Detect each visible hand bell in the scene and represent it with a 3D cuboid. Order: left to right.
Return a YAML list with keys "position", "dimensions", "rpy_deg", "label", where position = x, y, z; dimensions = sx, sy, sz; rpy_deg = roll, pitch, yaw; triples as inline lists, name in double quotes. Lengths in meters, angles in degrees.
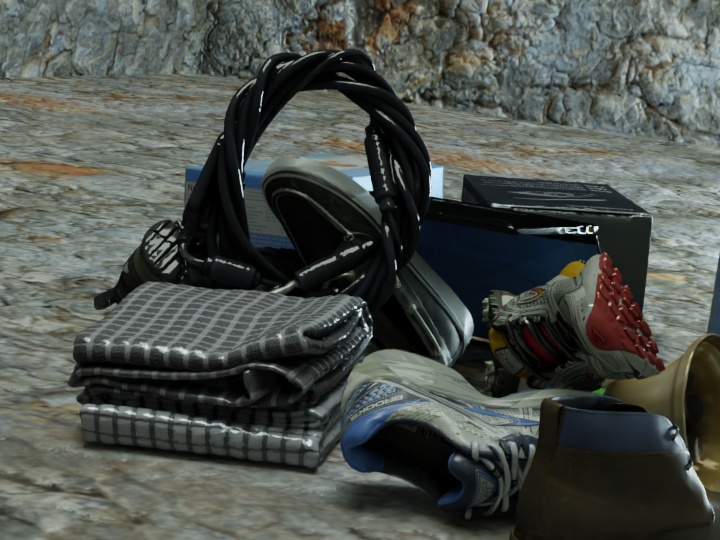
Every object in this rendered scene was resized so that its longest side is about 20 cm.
- position: [0.131, 0.097, 1.278]
  dimensions: [0.199, 0.105, 0.104]
  rpy_deg: [-4, 4, 31]
  label: "hand bell"

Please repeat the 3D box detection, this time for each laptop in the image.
- position: [0.082, 0.007, 1.562]
  dimensions: [0.186, 0.117, 0.200]
  rpy_deg: [10, 7, 34]
  label: "laptop"

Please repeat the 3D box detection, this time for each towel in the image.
- position: [-0.087, 0.058, 1.329]
  dimensions: [0.165, 0.086, 0.200]
  rpy_deg: [5, 10, 10]
  label: "towel"

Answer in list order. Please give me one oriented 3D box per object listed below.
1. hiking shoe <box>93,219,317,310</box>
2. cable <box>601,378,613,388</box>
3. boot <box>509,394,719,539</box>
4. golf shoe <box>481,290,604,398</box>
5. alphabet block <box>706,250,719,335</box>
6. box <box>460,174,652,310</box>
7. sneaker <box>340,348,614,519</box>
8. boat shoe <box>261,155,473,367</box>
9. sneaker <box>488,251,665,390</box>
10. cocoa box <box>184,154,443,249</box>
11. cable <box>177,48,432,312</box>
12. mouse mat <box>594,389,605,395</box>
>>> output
- position: [-0.095, 0.028, 1.508]
  dimensions: [0.199, 0.076, 0.101]
  rpy_deg: [25, -43, -29]
  label: "hiking shoe"
- position: [0.236, 0.109, 1.349]
  dimensions: [0.199, 0.051, 0.097]
  rpy_deg: [17, -6, 4]
  label: "cable"
- position: [0.169, 0.113, 1.089]
  dimensions: [0.199, 0.098, 0.075]
  rpy_deg: [-3, 12, -34]
  label: "boot"
- position: [0.131, 0.052, 1.390]
  dimensions: [0.088, 0.078, 0.200]
  rpy_deg: [-1, -2, 13]
  label: "golf shoe"
- position: [0.353, 0.012, 1.452]
  dimensions: [0.195, 0.197, 0.200]
  rpy_deg: [11, 9, 11]
  label: "alphabet block"
- position: [0.170, -0.020, 1.837]
  dimensions: [0.147, 0.105, 0.200]
  rpy_deg: [4, 10, -4]
  label: "box"
- position: [0.079, 0.112, 1.171]
  dimensions: [0.199, 0.077, 0.085]
  rpy_deg: [11, 30, 9]
  label: "sneaker"
- position: [0.000, 0.000, 1.484]
  dimensions: [0.071, 0.200, 0.064]
  rpy_deg: [-40, 9, 43]
  label: "boat shoe"
- position: [0.124, 0.042, 1.206]
  dimensions: [0.082, 0.078, 0.200]
  rpy_deg: [-28, -1, -5]
  label: "sneaker"
- position: [-0.037, -0.024, 1.669]
  dimensions: [0.133, 0.132, 0.200]
  rpy_deg: [7, 10, 33]
  label: "cocoa box"
- position: [-0.028, -0.063, 1.439]
  dimensions: [0.163, 0.201, 0.051]
  rpy_deg: [25, -11, 1]
  label: "cable"
- position: [0.234, 0.106, 1.427]
  dimensions: [0.160, 0.008, 0.200]
  rpy_deg: [3, 9, -6]
  label: "mouse mat"
